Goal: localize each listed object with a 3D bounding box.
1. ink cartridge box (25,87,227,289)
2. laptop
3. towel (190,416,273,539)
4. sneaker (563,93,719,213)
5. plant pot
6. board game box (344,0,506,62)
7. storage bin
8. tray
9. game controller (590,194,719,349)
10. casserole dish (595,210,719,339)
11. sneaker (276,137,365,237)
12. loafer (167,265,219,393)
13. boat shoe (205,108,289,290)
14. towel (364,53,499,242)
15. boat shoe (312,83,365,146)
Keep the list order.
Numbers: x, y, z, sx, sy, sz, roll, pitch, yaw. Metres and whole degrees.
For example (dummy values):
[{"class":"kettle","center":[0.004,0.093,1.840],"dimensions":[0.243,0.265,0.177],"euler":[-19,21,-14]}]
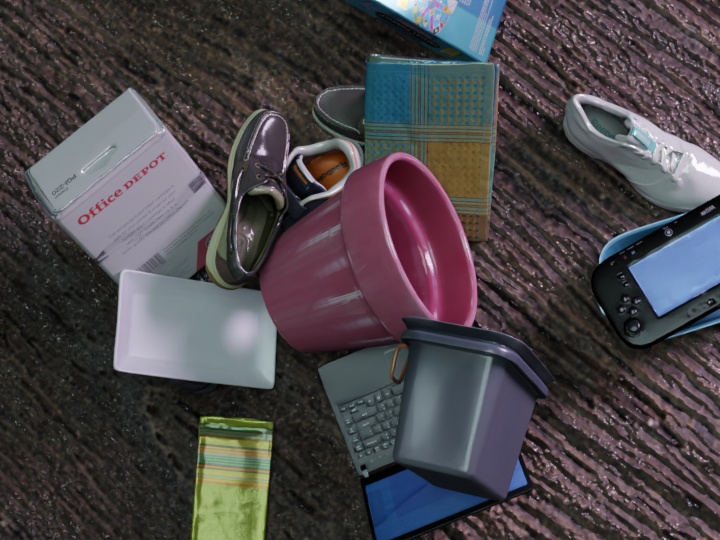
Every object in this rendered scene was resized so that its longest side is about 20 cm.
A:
[{"class":"ink cartridge box","center":[-0.232,-0.071,1.490],"dimensions":[0.145,0.200,0.085],"euler":[-39,54,-3]},{"class":"laptop","center":[0.063,0.162,1.490],"dimensions":[0.176,0.103,0.202],"euler":[-22,85,4]},{"class":"towel","center":[-0.143,0.261,1.550],"dimensions":[0.085,0.018,0.202],"euler":[1,79,11]},{"class":"sneaker","center":[0.303,-0.127,1.517],"dimensions":[0.199,0.089,0.076],"euler":[29,83,13]},{"class":"plant pot","center":[0.000,0.000,1.495],"dimensions":[0.178,0.199,0.202],"euler":[-21,75,25]},{"class":"board game box","center":[0.074,-0.333,1.556],"dimensions":[0.199,0.047,0.152],"euler":[24,80,-30]},{"class":"storage bin","center":[0.093,0.139,1.383],"dimensions":[0.144,0.200,0.136],"euler":[10,76,21]},{"class":"tray","center":[-0.177,0.066,1.532],"dimensions":[0.022,0.198,0.109],"euler":[-10,74,52]},{"class":"game controller","center":[0.340,-0.002,1.472],"dimensions":[0.199,0.042,0.105],"euler":[-29,76,2]},{"class":"casserole dish","center":[0.345,0.005,1.510],"dimensions":[0.198,0.039,0.122],"euler":[-18,76,5]},{"class":"sneaker","center":[-0.081,-0.081,1.578],"dimensions":[0.199,0.079,0.079],"euler":[-39,76,2]},{"class":"loafer","center":[-0.190,0.033,1.573],"dimensions":[0.071,0.063,0.202],"euler":[-11,78,28]},{"class":"boat shoe","center":[-0.104,-0.077,1.491],"dimensions":[0.065,0.073,0.202],"euler":[-8,66,52]},{"class":"towel","center":[0.074,-0.132,1.540],"dimensions":[0.145,0.022,0.202],"euler":[6,113,12]},{"class":"boat shoe","center":[0.038,-0.173,1.584],"dimensions":[0.199,0.061,0.072],"euler":[13,81,12]}]
